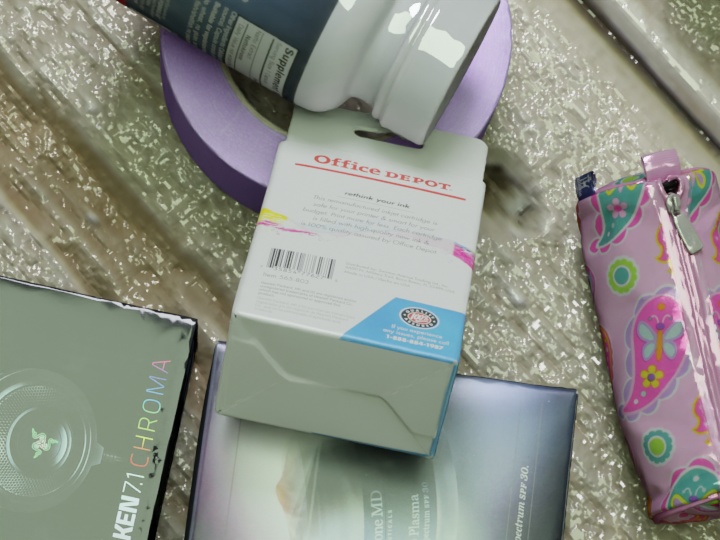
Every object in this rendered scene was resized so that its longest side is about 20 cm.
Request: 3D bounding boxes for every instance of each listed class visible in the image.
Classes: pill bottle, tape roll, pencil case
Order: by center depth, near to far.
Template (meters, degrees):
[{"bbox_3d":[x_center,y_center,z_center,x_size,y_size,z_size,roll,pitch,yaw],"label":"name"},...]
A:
[{"bbox_3d":[-0.031,-0.156,1.259,0.199,0.120,0.120,29,77,2],"label":"pill bottle"},{"bbox_3d":[0.178,0.039,1.315,0.087,0.087,0.202,-9,79,-7],"label":"pencil case"},{"bbox_3d":[-0.015,-0.128,1.348,0.198,0.066,0.202,1,76,-4],"label":"tape roll"}]

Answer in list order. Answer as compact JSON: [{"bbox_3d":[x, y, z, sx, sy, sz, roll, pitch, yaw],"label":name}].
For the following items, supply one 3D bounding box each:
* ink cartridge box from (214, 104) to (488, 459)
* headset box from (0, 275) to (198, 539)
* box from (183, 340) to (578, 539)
[{"bbox_3d":[0.000,0.000,1.229,0.114,0.068,0.201,12,36,0],"label":"ink cartridge box"},{"bbox_3d":[-0.201,0.095,1.268,0.198,0.093,0.176,13,76,-1],"label":"headset box"},{"bbox_3d":[0.003,0.157,1.255,0.196,0.123,0.202,7,76,-2],"label":"box"}]
